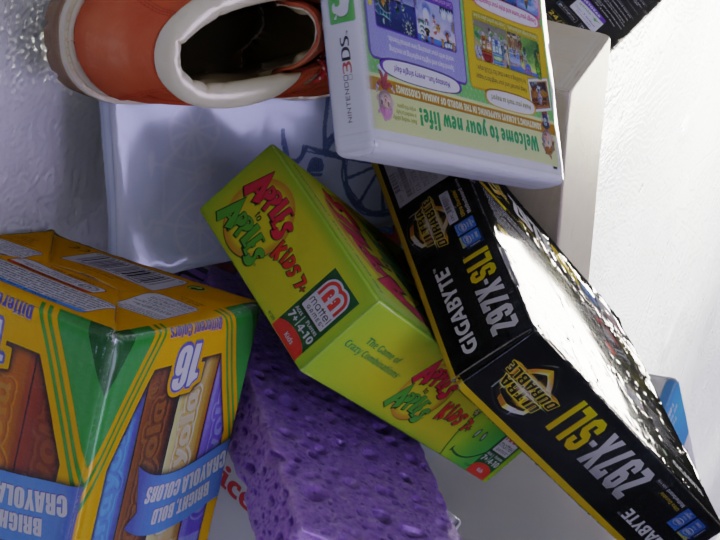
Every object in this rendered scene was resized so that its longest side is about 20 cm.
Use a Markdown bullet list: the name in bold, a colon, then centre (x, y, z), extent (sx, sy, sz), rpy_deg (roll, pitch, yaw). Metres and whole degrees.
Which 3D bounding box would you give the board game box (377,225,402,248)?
- **board game box**: centre (0.000, 0.000, 0.977), extent (0.105, 0.102, 0.202), rpy_deg (-50, 149, -45)

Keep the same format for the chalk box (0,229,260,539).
- **chalk box**: centre (-0.141, 0.097, 0.704), extent (0.124, 0.124, 0.202), rpy_deg (-7, 113, -65)

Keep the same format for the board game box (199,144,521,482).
- **board game box**: centre (0.013, 0.026, 0.789), extent (0.048, 0.102, 0.200), rpy_deg (-40, 147, 9)

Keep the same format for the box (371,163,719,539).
- **box**: centre (0.093, 0.038, 0.810), extent (0.049, 0.160, 0.200), rpy_deg (-35, 132, 13)

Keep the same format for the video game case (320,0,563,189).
- **video game case**: centre (0.036, -0.134, 0.730), extent (0.199, 0.022, 0.184), rpy_deg (3, 80, -61)

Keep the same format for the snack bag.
- **snack bag**: centre (-0.041, -0.095, 0.781), extent (0.198, 0.021, 0.191), rpy_deg (-15, 114, -30)

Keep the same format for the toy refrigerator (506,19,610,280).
- **toy refrigerator**: centre (0.089, -0.040, 0.922), extent (0.070, 0.075, 0.202), rpy_deg (-51, 149, -43)

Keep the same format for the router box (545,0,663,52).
- **router box**: centre (0.090, -0.111, 1.029), extent (0.200, 0.052, 0.157), rpy_deg (-42, -179, 41)

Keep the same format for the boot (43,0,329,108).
- **boot**: centre (-0.024, -0.104, 0.710), extent (0.198, 0.107, 0.076), rpy_deg (-16, 108, -33)

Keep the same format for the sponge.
- **sponge**: centre (-0.016, 0.081, 0.774), extent (0.111, 0.201, 0.030), rpy_deg (26, 112, -31)

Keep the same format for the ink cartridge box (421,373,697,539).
- **ink cartridge box**: centre (0.124, 0.178, 1.020), extent (0.147, 0.145, 0.201), rpy_deg (-59, 143, -38)

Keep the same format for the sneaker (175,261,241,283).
- **sneaker**: centre (-0.061, -0.006, 0.859), extent (0.080, 0.083, 0.202), rpy_deg (-16, 123, -62)

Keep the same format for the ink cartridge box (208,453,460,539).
- **ink cartridge box**: centre (-0.054, 0.169, 0.861), extent (0.084, 0.146, 0.201), rpy_deg (-16, 138, -50)
